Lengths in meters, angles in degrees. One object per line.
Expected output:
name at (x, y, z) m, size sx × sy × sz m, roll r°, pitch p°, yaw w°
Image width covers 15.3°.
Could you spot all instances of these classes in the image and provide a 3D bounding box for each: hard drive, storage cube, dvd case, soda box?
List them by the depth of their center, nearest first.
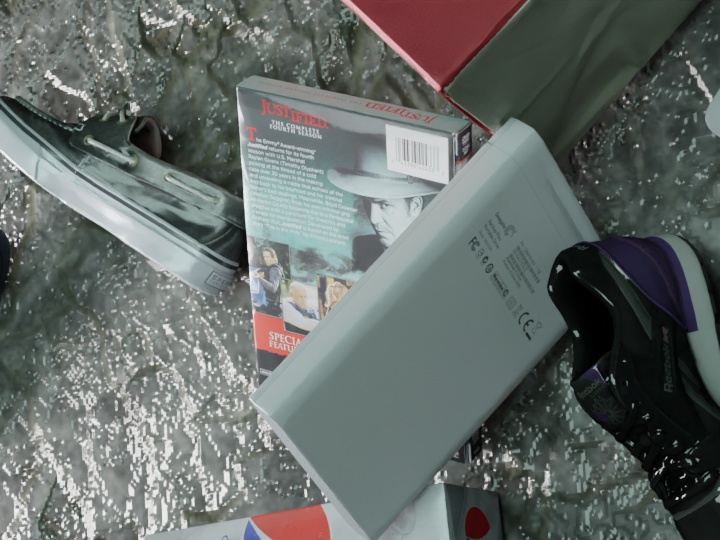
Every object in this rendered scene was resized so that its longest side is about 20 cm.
hard drive at (0.042, 0.033, 1.400) m, size 0.200 × 0.132 × 0.027 m, roll -47°, pitch 48°, yaw -11°
storage cube at (0.070, -0.185, 1.418) m, size 0.171 × 0.200 × 0.180 m, roll -47°, pitch 64°, yaw 5°
dvd case at (0.000, 0.000, 1.477) m, size 0.145 × 0.022 × 0.201 m, roll 14°, pitch 122°, yaw 31°
soda box at (-0.021, 0.165, 1.494) m, size 0.199 × 0.068 × 0.064 m, roll -12°, pitch 76°, yaw 29°

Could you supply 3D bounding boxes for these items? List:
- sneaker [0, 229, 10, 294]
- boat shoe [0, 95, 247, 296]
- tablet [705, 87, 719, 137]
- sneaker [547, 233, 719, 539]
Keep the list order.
sneaker at (-0.293, 0.045, 1.672) m, size 0.078 × 0.066 × 0.201 m, roll 38°, pitch 102°, yaw 32°
boat shoe at (-0.142, -0.060, 1.605) m, size 0.199 × 0.072 × 0.071 m, roll 33°, pitch 90°, yaw 19°
tablet at (0.284, -0.075, 1.384) m, size 0.200 × 0.014 × 0.130 m, roll 41°, pitch 104°, yaw 29°
sneaker at (0.149, 0.078, 1.386) m, size 0.076 × 0.087 × 0.201 m, roll -44°, pitch 58°, yaw 46°
